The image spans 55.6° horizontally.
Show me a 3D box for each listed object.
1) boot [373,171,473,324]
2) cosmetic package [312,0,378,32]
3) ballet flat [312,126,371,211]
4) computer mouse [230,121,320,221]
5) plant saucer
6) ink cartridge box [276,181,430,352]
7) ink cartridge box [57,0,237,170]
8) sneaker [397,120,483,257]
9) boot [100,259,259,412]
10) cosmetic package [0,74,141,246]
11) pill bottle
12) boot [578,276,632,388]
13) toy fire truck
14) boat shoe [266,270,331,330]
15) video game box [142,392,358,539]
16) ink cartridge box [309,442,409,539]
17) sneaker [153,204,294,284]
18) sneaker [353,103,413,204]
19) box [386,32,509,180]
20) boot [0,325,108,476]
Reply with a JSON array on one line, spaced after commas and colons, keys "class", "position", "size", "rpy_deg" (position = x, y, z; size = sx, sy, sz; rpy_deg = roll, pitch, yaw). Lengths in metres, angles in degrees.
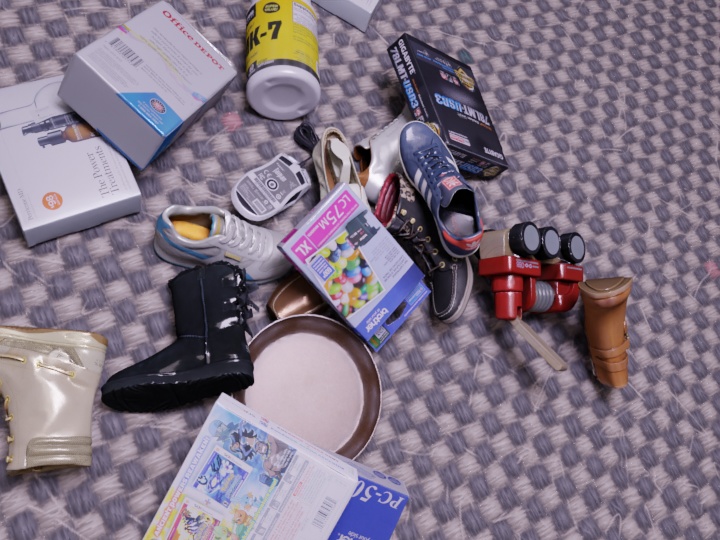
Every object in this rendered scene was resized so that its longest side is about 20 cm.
[{"class": "boot", "position": [0.090, -0.037, 0.980], "size": [0.149, 0.073, 0.204], "rpy_deg": [28, 55, -30]}, {"class": "cosmetic package", "position": [-0.015, -0.535, 1.200], "size": [0.148, 0.052, 0.203], "rpy_deg": [27, 62, -3]}, {"class": "ballet flat", "position": [-0.025, -0.114, 0.945], "size": [0.066, 0.063, 0.203], "rpy_deg": [-6, 58, -24]}, {"class": "computer mouse", "position": [-0.114, -0.133, 0.996], "size": [0.110, 0.044, 0.199], "rpy_deg": [50, 56, 1]}, {"class": "plant saucer", "position": [-0.068, 0.159, 0.877], "size": [0.195, 0.032, 0.206], "rpy_deg": [4, 74, -14]}, {"class": "ink cartridge box", "position": [0.000, 0.000, 0.890], "size": [0.119, 0.042, 0.201], "rpy_deg": [-45, 108, -10]}, {"class": "ink cartridge box", "position": [-0.280, -0.255, 0.924], "size": [0.144, 0.084, 0.201], "rpy_deg": [42, 43, -12]}, {"class": "sneaker", "position": [0.113, -0.119, 0.923], "size": [0.074, 0.085, 0.203], "rpy_deg": [-27, 84, -7]}, {"class": "boot", "position": [-0.219, 0.077, 0.847], "size": [0.193, 0.074, 0.165], "rpy_deg": [-11, 57, -2]}, {"class": "cosmetic package", "position": [-0.394, -0.151, 0.892], "size": [0.148, 0.052, 0.203], "rpy_deg": [-22, 76, -24]}, {"class": "pill bottle", "position": [-0.120, -0.346, 1.044], "size": [0.111, 0.115, 0.205], "rpy_deg": [3, 66, -17]}, {"class": "boot", "position": [0.356, 0.090, 0.974], "size": [0.072, 0.199, 0.159], "rpy_deg": [-6, 88, 19]}, {"class": "toy fire truck", "position": [0.260, 0.042, 0.993], "size": [0.173, 0.127, 0.206], "rpy_deg": [7, 80, -39]}, {"class": "boat shoe", "position": [-0.041, 0.006, 0.940], "size": [0.198, 0.074, 0.076], "rpy_deg": [-34, 81, -28]}, {"class": "video game box", "position": [-0.126, 0.270, 0.758], "size": [0.180, 0.047, 0.203], "rpy_deg": [30, 94, -6]}, {"class": "ink cartridge box", "position": [-0.050, 0.266, 0.814], "size": [0.196, 0.044, 0.096], "rpy_deg": [25, 94, -10]}, {"class": "sneaker", "position": [-0.173, -0.036, 0.909], "size": [0.195, 0.081, 0.078], "rpy_deg": [8, 63, -17]}, {"class": "sneaker", "position": [0.041, -0.201, 1.059], "size": [0.083, 0.073, 0.203], "rpy_deg": [27, 63, -8]}, {"class": "box", "position": [0.143, -0.255, 1.084], "size": [0.198, 0.049, 0.203], "rpy_deg": [6, 59, -50]}, {"class": "boot", "position": [-0.390, 0.146, 0.761], "size": [0.195, 0.073, 0.160], "rpy_deg": [3, 74, -9]}]
